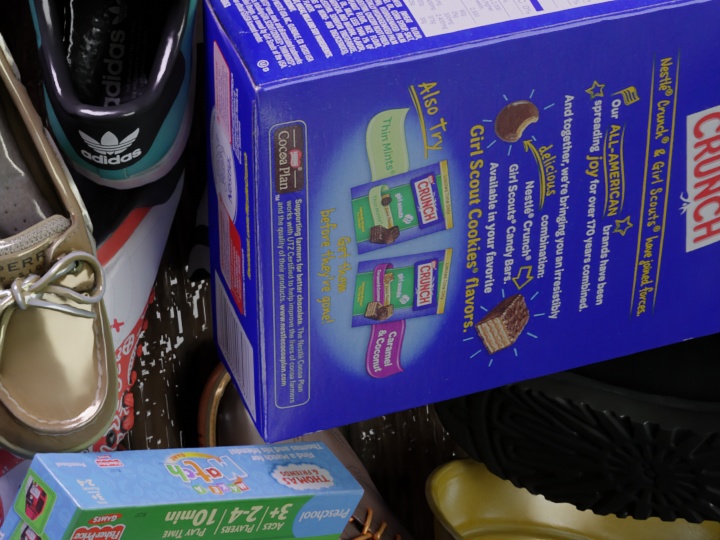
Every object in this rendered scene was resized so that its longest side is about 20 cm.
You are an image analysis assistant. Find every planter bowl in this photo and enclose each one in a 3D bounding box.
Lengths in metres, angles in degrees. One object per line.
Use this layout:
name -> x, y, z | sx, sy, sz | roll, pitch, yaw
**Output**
planter bowl -> 0.110, 0.162, 1.207 | 0.200, 0.200, 0.084 | 3, 111, -48

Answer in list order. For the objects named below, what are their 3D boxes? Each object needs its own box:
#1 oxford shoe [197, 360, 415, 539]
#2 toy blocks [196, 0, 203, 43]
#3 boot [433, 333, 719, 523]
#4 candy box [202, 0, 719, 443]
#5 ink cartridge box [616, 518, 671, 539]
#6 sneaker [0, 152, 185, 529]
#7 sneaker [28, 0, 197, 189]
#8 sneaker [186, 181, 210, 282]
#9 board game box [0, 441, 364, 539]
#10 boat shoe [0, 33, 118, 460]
oxford shoe -> -0.005, 0.113, 1.199 | 0.071, 0.073, 0.201 | -51, 129, -28
toy blocks -> -0.047, -0.166, 1.108 | 0.199, 0.100, 0.138 | -17, 97, -38
boot -> 0.151, 0.032, 1.223 | 0.080, 0.210, 0.158 | 81, 25, -46
candy box -> 0.045, -0.038, 1.038 | 0.199, 0.077, 0.170 | -11, 131, -15
ink cartridge box -> 0.117, 0.217, 1.341 | 0.145, 0.084, 0.201 | 46, 63, -41
sneaker -> -0.113, 0.047, 1.078 | 0.202, 0.067, 0.108 | -58, 134, -19
sneaker -> -0.086, -0.134, 0.997 | 0.080, 0.071, 0.202 | 108, -21, -82
sneaker -> 0.000, 0.000, 1.198 | 0.199, 0.074, 0.080 | 26, 81, -38
board game box -> -0.100, 0.157, 1.065 | 0.151, 0.037, 0.201 | 1, 126, -47
boat shoe -> -0.138, -0.028, 0.992 | 0.073, 0.063, 0.202 | -16, 89, -16
